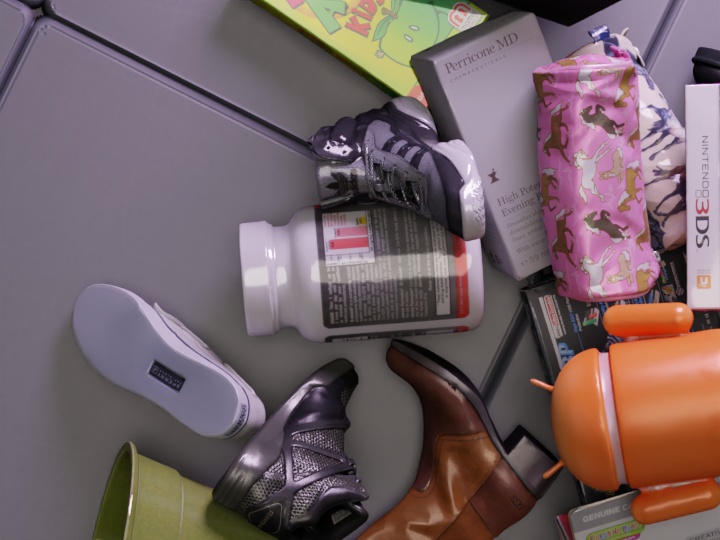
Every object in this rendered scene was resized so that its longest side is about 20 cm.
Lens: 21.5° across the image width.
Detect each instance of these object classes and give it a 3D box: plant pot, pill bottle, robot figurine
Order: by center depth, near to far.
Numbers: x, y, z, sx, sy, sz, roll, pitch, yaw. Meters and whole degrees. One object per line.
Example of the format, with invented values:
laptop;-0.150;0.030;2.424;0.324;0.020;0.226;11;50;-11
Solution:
robot figurine;0.235;0.108;1.488;0.198;0.117;0.145;-9;121;9
plant pot;-0.123;0.260;1.561;0.188;0.200;0.202;14;88;-14
pill bottle;0.000;0.000;1.591;0.198;0.116;0.117;-4;89;-2

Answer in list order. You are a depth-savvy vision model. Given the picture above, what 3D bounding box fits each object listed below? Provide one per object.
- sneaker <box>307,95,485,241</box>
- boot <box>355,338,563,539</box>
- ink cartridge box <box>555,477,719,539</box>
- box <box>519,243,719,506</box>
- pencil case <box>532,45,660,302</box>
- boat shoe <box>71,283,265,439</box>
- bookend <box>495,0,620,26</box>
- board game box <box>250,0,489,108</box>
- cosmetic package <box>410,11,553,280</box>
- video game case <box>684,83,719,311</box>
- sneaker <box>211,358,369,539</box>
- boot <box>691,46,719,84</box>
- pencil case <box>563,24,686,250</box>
sneaker;0.024;-0.071;1.529;0.113;0.200;0.076;-15;122;-13
boot;0.044;0.183;1.627;0.188;0.069;0.200;41;95;-8
ink cartridge box;0.273;0.231;1.581;0.198;0.084;0.177;-16;111;-2
box;0.240;0.090;1.629;0.157;0.046;0.202;-17;89;-2
pencil case;0.191;-0.077;1.535;0.082;0.086;0.202;0;101;40
boat shoe;-0.156;0.079;1.609;0.201;0.086;0.075;30;93;29
bookend;0.125;-0.330;1.547;0.197;0.092;0.202;16;75;-22
board game box;0.000;-0.231;1.631;0.199;0.048;0.102;34;88;0
cosmetic package;0.128;-0.106;1.593;0.101;0.074;0.202;-26;105;-10
video game case;0.357;-0.059;1.503;0.198;0.036;0.184;0;87;13
sneaker;-0.033;0.157;1.563;0.114;0.200;0.076;39;126;0
boot;0.345;-0.081;1.628;0.197;0.073;0.164;27;94;1
pencil case;0.241;-0.109;1.598;0.089;0.078;0.201;-35;75;4
